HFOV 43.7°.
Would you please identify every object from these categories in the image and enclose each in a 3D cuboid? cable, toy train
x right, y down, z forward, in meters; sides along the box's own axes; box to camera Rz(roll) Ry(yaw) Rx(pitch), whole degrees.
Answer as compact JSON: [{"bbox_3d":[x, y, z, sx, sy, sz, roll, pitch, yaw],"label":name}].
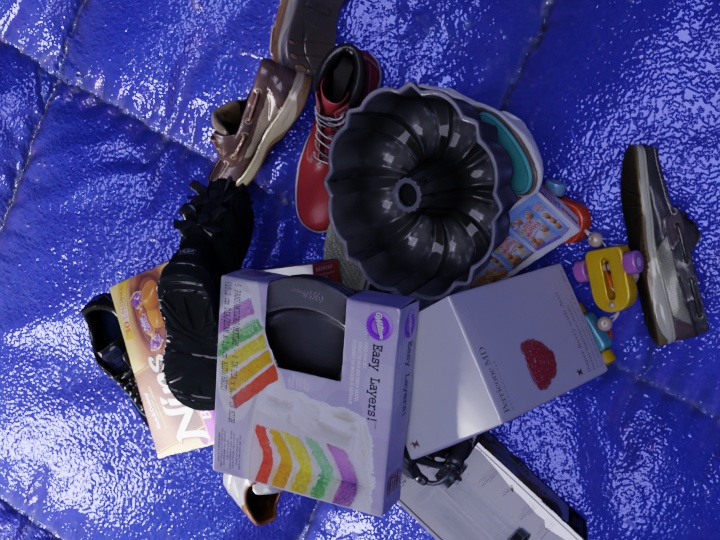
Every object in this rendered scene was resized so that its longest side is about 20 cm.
[{"bbox_3d":[0.050,0.107,0.915,0.200,0.163,0.051,44,143,4],"label":"cable"},{"bbox_3d":[0.221,0.013,0.936,0.149,0.055,0.203,23,113,38],"label":"toy train"}]

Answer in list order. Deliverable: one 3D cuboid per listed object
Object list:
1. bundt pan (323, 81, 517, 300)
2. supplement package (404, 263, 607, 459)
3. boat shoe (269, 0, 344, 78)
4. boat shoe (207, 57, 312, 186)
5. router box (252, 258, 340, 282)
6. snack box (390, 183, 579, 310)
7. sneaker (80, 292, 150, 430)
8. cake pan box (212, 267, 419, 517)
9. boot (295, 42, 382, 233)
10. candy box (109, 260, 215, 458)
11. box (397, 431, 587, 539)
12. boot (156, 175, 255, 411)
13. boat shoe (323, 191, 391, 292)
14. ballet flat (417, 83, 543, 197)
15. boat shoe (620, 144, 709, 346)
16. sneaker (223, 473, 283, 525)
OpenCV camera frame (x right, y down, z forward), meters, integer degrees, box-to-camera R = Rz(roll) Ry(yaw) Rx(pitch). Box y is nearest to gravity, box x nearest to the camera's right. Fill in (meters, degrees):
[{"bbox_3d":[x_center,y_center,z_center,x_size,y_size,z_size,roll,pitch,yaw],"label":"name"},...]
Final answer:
[{"bbox_3d":[0.064,-0.078,0.858,0.200,0.075,0.205,12,109,36],"label":"bundt pan"},{"bbox_3d":[0.124,0.083,0.864,0.119,0.198,0.123,-31,78,41],"label":"supplement package"},{"bbox_3d":[-0.053,-0.297,0.957,0.075,0.071,0.203,24,80,-29],"label":"boat shoe"},{"bbox_3d":[-0.126,-0.152,0.953,0.071,0.073,0.200,25,144,-21],"label":"boat shoe"},{"bbox_3d":[-0.104,0.088,0.991,0.197,0.049,0.183,-7,94,34],"label":"router box"},{"bbox_3d":[0.124,-0.014,0.921,0.072,0.025,0.199,37,126,-25],"label":"snack box"},{"bbox_3d":[-0.264,0.120,1.050,0.070,0.078,0.202,-30,87,15],"label":"sneaker"},{"bbox_3d":[-0.044,0.103,0.818,0.181,0.052,0.204,10,103,20],"label":"cake pan box"},{"bbox_3d":[-0.034,-0.133,0.934,0.071,0.144,0.203,17,101,5],"label":"boot"},{"bbox_3d":[-0.198,0.096,0.993,0.115,0.056,0.203,-18,86,35],"label":"candy box"},{"bbox_3d":[0.134,0.255,0.973,0.199,0.060,0.117,41,103,8],"label":"box"},{"bbox_3d":[-0.150,0.019,0.907,0.072,0.164,0.201,4,129,6],"label":"boot"},{"bbox_3d":[0.000,0.000,0.979,0.074,0.062,0.203,16,104,31],"label":"boat shoe"},{"bbox_3d":[0.125,-0.140,0.898,0.200,0.069,0.070,40,106,41],"label":"ballet flat"},{"bbox_3d":[0.308,-0.029,0.902,0.065,0.072,0.205,-9,92,3],"label":"boat shoe"},{"bbox_3d":[-0.087,0.170,0.911,0.085,0.072,0.203,45,132,47],"label":"sneaker"}]
